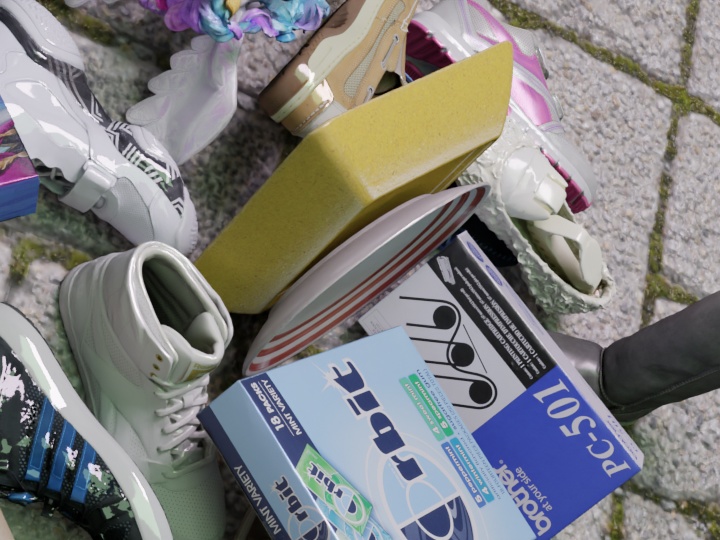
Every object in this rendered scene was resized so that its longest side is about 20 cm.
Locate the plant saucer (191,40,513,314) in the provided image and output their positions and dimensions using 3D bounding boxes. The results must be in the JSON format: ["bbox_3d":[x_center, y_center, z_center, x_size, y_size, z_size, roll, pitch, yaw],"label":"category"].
[{"bbox_3d":[-0.001,-0.048,1.036,0.199,0.200,0.049,-29,79,-44],"label":"plant saucer"}]

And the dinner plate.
[{"bbox_3d":[0.000,0.000,1.051,0.199,0.200,0.024,-31,81,-34],"label":"dinner plate"}]

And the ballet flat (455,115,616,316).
[{"bbox_3d":[0.129,-0.041,1.157,0.200,0.071,0.072,52,54,-38],"label":"ballet flat"}]

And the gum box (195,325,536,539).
[{"bbox_3d":[0.010,0.130,1.017,0.171,0.044,0.199,58,30,11],"label":"gum box"}]

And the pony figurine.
[{"bbox_3d":[-0.095,-0.180,1.056,0.167,0.192,0.200,58,38,-10],"label":"pony figurine"}]

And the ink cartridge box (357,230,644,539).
[{"bbox_3d":[0.097,0.081,1.127,0.200,0.094,0.044,51,14,2],"label":"ink cartridge box"}]

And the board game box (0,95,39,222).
[{"bbox_3d":[-0.309,-0.093,0.910,0.198,0.043,0.201,-20,66,-26],"label":"board game box"}]

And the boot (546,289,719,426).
[{"bbox_3d":[0.198,0.057,1.155,0.180,0.199,0.073,10,73,-30],"label":"boot"}]

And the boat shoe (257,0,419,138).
[{"bbox_3d":[0.001,-0.136,1.088,0.076,0.072,0.200,44,43,-8],"label":"boat shoe"}]

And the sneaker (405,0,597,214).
[{"bbox_3d":[0.115,-0.130,1.220,0.200,0.081,0.088,49,60,-14],"label":"sneaker"}]

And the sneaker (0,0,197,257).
[{"bbox_3d":[-0.196,-0.065,1.015,0.115,0.075,0.201,-41,96,-32],"label":"sneaker"}]

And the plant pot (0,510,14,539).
[{"bbox_3d":[-0.275,0.123,0.862,0.200,0.200,0.185,-38,110,-33],"label":"plant pot"}]

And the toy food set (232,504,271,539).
[{"bbox_3d":[0.014,0.181,1.094,0.199,0.060,0.144,36,62,-21],"label":"toy food set"}]

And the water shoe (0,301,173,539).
[{"bbox_3d":[-0.190,0.116,0.975,0.079,0.072,0.201,-34,82,-26],"label":"water shoe"}]

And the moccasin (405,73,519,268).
[{"bbox_3d":[0.055,-0.073,1.176,0.199,0.068,0.081,38,61,-19],"label":"moccasin"}]

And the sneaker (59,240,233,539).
[{"bbox_3d":[-0.117,0.081,1.004,0.073,0.115,0.202,-23,93,-35],"label":"sneaker"}]
